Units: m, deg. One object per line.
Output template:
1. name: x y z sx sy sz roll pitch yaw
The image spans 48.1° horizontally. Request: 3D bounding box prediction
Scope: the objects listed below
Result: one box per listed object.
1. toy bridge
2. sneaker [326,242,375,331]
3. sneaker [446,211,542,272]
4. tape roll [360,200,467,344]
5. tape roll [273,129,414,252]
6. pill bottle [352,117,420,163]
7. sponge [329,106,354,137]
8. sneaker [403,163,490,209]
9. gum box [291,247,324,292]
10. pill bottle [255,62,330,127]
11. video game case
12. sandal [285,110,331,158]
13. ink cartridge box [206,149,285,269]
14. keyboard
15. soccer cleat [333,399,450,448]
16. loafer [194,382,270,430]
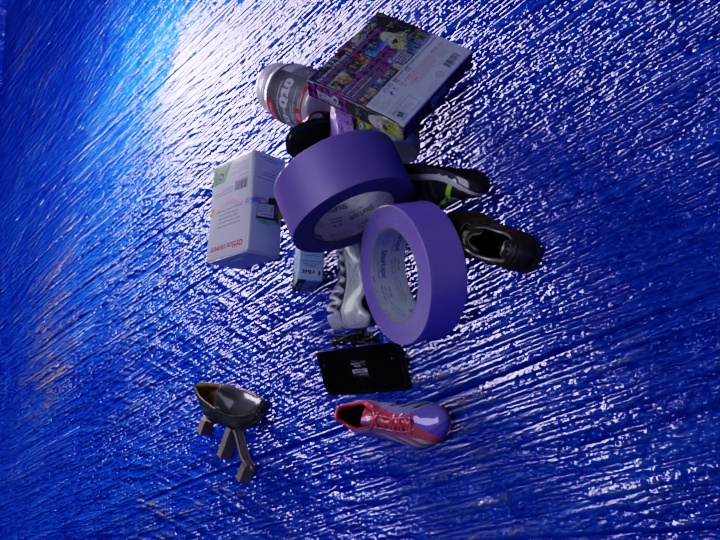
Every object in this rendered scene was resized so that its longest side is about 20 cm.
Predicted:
1. toy bridge: -0.250 0.325 1.532 0.199 0.027 0.068 30 101 49
2. sneaker: 0.000 0.000 1.320 0.080 0.075 0.204 -1 76 28
3. sneaker: 0.162 -0.050 1.136 0.198 0.075 0.072 17 92 49
4. tape roll: 0.073 0.003 1.176 0.199 0.064 0.205 24 117 58
5. tape roll: -0.024 -0.114 1.197 0.199 0.198 0.086 -39 67 35
6. pill bottle: 0.034 -0.276 1.316 0.112 0.111 0.204 -24 63 42
7. sponge: -0.034 -0.173 1.334 0.202 0.029 0.113 96 167 -46
8. sneaker: 0.120 -0.114 1.222 0.199 0.071 0.085 18 110 53
9. gum box: -0.084 -0.073 1.376 0.170 0.044 0.205 137 138 -78
10. pill bottle: -0.107 -0.318 1.486 0.199 0.113 0.116 31 102 48
11. video game case: 0.046 -0.302 1.231 0.179 0.036 0.201 28 59 20
12. sandal: -0.069 -0.240 1.368 0.045 0.199 0.076 34 129 19
13. ink cartridge box: -0.225 -0.115 1.585 0.143 0.083 0.204 -13 70 46
14. keyboard: 0.007 0.144 1.300 0.198 0.039 0.106 -12 93 45
15. soccer cleat: 0.046 0.222 1.191 0.198 0.076 0.068 -5 75 48
16. loafer: -0.245 0.247 1.499 0.198 0.073 0.073 -8 38 45
